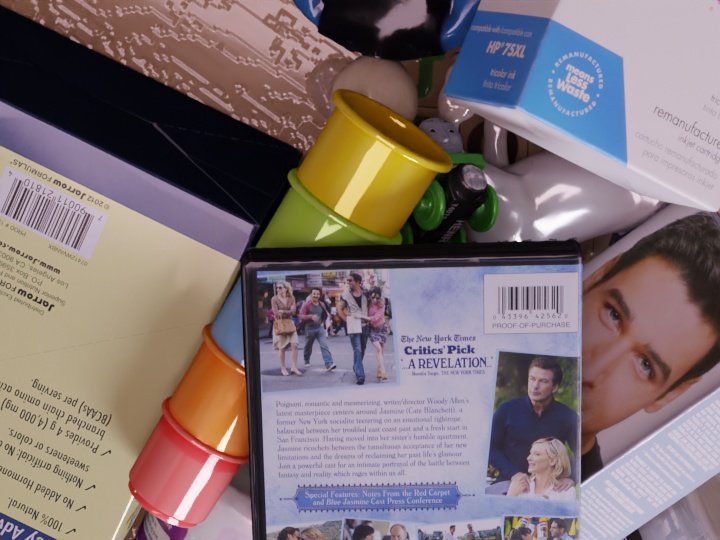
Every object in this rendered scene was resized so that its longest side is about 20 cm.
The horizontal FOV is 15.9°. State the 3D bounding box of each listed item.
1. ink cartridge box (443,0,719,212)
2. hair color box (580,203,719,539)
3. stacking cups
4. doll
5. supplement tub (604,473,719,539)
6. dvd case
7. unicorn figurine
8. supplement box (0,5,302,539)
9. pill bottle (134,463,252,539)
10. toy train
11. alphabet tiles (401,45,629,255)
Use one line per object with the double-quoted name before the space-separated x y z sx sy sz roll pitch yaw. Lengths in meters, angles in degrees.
"ink cartridge box" 0.132 -0.141 1.103 0.116 0.067 0.201 24 87 -28
"hair color box" 0.101 0.065 1.160 0.200 0.099 0.061 -36 140 11
"stacking cups" -0.040 0.019 1.108 0.060 0.061 0.201 34 104 -3
"doll" 0.027 -0.153 1.137 0.136 0.048 0.201 14 84 5
"supplement tub" 0.096 0.173 1.222 0.199 0.123 0.123 -31 100 15
"dvd case" 0.023 0.084 1.096 0.142 0.018 0.201 -1 111 0
"unicorn figurine" 0.084 -0.040 1.180 0.199 0.074 0.138 -13 100 15
"supplement box" -0.162 0.005 1.204 0.199 0.134 0.201 26 108 0
"pill bottle" -0.072 0.183 1.256 0.112 0.112 0.201 25 108 1
"toy train" 0.000 0.000 1.184 0.042 0.057 0.200 1 147 -33
"alphabet tiles" 0.112 -0.088 1.204 0.198 0.008 0.168 4 106 8
